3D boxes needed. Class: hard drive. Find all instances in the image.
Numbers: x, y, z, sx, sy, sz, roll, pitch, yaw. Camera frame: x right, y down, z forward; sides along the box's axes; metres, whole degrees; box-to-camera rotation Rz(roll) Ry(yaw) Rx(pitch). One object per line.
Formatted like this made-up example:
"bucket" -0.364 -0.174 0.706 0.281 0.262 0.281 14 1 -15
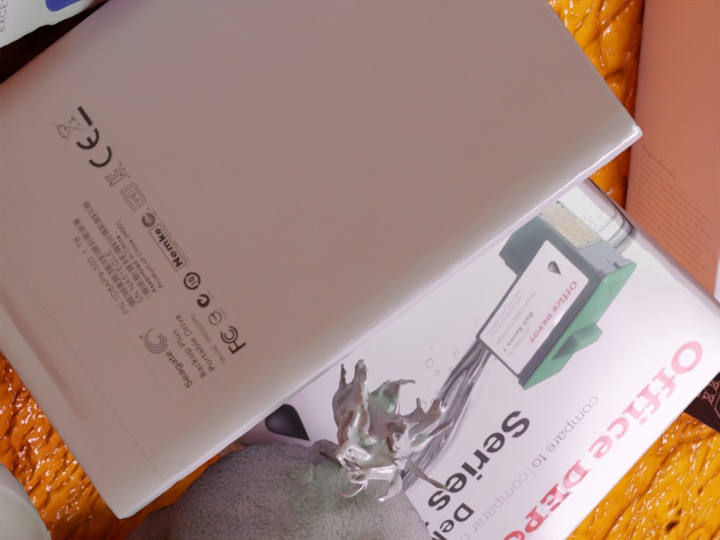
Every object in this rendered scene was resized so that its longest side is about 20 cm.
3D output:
"hard drive" -0.031 -0.036 0.925 0.200 0.132 0.027 -37 173 6

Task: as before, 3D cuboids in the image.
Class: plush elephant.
"plush elephant" -0.019 0.145 0.960 0.200 0.164 0.156 114 -14 -54

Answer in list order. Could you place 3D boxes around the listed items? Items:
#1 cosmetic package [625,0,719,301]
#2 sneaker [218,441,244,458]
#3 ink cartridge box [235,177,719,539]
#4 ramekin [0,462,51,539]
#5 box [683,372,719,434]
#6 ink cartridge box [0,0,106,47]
"cosmetic package" 0.180 -0.066 1.321 0.101 0.071 0.201 -23 136 -24
"sneaker" 0.001 0.000 1.132 0.114 0.072 0.201 -35 143 -41
"ink cartridge box" 0.017 0.009 1.028 0.146 0.084 0.200 -48 126 5
"ramekin" -0.171 0.129 0.914 0.202 0.094 0.204 -38 134 -53
"box" 0.255 0.013 1.442 0.048 0.158 0.201 -14 127 -51
"ink cartridge box" -0.060 -0.182 0.904 0.199 0.047 0.199 -28 140 -40
